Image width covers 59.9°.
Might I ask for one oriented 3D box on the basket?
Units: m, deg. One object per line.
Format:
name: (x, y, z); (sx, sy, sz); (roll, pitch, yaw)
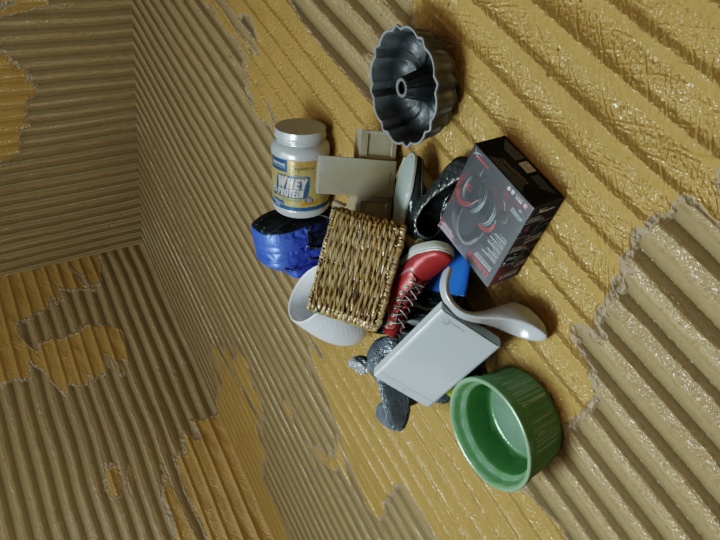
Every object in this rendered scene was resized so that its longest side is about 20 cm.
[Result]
basket: (0.000, 0.000, 1.169); (0.143, 0.145, 0.205); (31, -107, -82)

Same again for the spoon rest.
spoon rest: (0.213, 0.069, 1.022); (0.197, 0.062, 0.099); (29, 166, 0)

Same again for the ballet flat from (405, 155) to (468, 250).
ballet flat: (0.136, -0.111, 1.095); (0.202, 0.065, 0.057); (-59, 20, 26)

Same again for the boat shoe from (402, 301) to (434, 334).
boat shoe: (0.125, 0.105, 1.145); (0.197, 0.067, 0.075); (16, 152, 45)

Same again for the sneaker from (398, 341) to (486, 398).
sneaker: (0.155, 0.176, 1.174); (0.081, 0.197, 0.075); (-42, 31, 40)

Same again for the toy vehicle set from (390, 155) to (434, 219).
toy vehicle set: (0.097, -0.114, 1.254); (0.126, 0.026, 0.202); (59, 147, 26)

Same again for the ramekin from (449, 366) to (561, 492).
ramekin: (0.255, 0.269, 1.094); (0.199, 0.096, 0.205); (35, 133, 48)

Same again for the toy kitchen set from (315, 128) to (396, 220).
toy kitchen set: (-0.033, -0.191, 1.298); (0.180, 0.159, 0.206); (-143, 57, -67)

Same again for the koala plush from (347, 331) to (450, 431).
koala plush: (0.072, 0.194, 1.308); (0.188, 0.174, 0.199); (70, 165, -15)

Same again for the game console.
game console: (0.159, 0.030, 1.197); (0.198, 0.119, 0.171); (11, 149, 52)

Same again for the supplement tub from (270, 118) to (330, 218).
supplement tub: (-0.143, -0.244, 1.491); (0.144, 0.142, 0.205); (39, 136, 45)

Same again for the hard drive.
hard drive: (0.131, 0.153, 1.096); (0.201, 0.130, 0.027); (-49, 18, 33)

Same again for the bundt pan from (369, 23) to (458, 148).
bundt pan: (0.100, -0.325, 1.096); (0.201, 0.074, 0.207); (36, 134, 49)

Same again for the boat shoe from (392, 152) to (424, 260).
boat shoe: (0.095, -0.114, 1.168); (0.076, 0.059, 0.205); (-127, 46, -66)

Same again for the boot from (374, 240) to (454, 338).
boot: (0.092, 0.042, 1.112); (0.199, 0.071, 0.147); (-34, 38, 49)

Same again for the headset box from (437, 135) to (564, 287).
headset box: (0.216, -0.086, 1.011); (0.150, 0.074, 0.202); (55, 146, 28)

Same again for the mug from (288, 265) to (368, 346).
mug: (-0.060, 0.075, 1.491); (0.146, 0.174, 0.204); (-26, 43, 32)

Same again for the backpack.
backpack: (-0.165, -0.069, 1.561); (0.161, 0.196, 0.172); (23, 123, 53)
